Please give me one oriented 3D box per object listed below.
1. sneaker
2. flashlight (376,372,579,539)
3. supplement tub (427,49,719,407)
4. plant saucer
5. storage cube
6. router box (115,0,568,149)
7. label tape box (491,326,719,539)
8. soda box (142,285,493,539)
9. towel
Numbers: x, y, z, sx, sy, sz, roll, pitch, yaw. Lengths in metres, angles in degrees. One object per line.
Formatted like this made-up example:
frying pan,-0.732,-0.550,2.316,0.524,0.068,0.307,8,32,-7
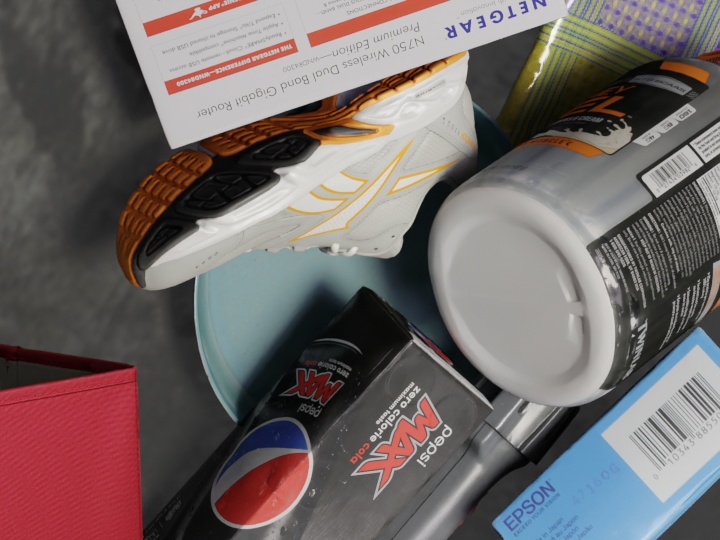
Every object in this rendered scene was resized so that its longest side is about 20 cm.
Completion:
sneaker,-0.020,-0.031,1.401,0.199,0.076,0.092,-31,122,-19
flashlight,0.030,0.130,1.497,0.200,0.068,0.068,-49,121,-2
supplement tub,0.136,-0.027,1.461,0.200,0.122,0.123,-33,120,-41
plant saucer,0.000,0.000,1.479,0.199,0.027,0.202,-10,110,-29
storage cube,-0.211,0.130,1.265,0.199,0.170,0.181,-10,102,-44
router box,-0.025,-0.172,1.354,0.199,0.049,0.180,-18,115,2
label tape box,0.141,0.105,1.532,0.143,0.200,0.066,-44,84,0
soda box,-0.033,0.109,1.441,0.200,0.063,0.071,-48,124,3
towel,0.151,-0.120,1.545,0.143,0.023,0.201,20,96,-35
